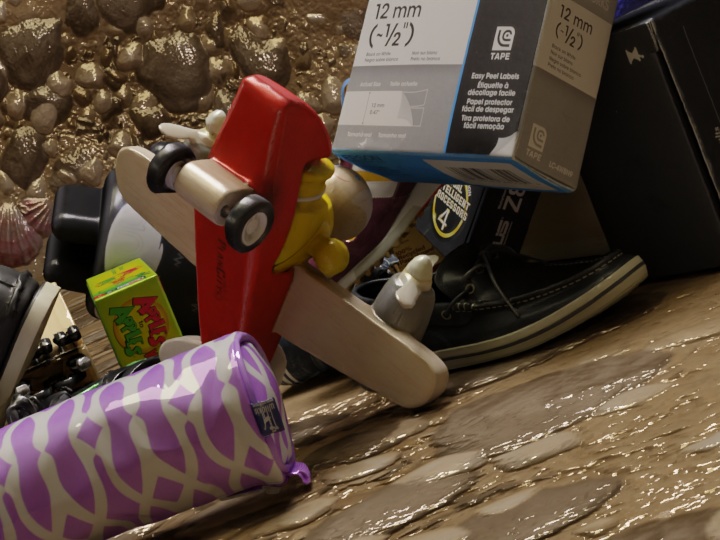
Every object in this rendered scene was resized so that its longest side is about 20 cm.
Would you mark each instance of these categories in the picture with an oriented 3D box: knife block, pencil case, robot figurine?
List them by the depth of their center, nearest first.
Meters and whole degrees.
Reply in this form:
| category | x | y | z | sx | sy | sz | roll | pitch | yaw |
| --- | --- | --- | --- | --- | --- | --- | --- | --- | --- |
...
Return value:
| category | x | y | z | sx | sy | sz | roll | pitch | yaw |
| --- | --- | --- | --- | --- | --- | --- | --- | --- | --- |
| pencil case | -0.125 | 0.101 | 0.960 | 0.198 | 0.086 | 0.084 | -21 | 11 | 9 |
| knife block | -0.208 | 0.107 | 1.345 | 0.063 | 0.176 | 0.201 | -22 | -38 | -11 |
| robot figurine | -0.151 | -0.014 | 1.513 | 0.198 | 0.126 | 0.150 | 9 | -25 | -10 |

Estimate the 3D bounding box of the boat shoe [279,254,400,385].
| category | x | y | z | sx | sy | sz | roll | pitch | yaw |
| --- | --- | --- | --- | --- | --- | --- | --- | --- | --- |
| boat shoe | 0.000 | 0.000 | 1.276 | 0.090 | 0.071 | 0.201 | -12 | 35 | 27 |

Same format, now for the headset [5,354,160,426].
| category | x | y | z | sx | sy | sz | roll | pitch | yaw |
| --- | --- | --- | --- | --- | --- | --- | --- | --- | --- |
| headset | -0.163 | 0.086 | 1.150 | 0.122 | 0.095 | 0.200 | -21 | 13 | 15 |

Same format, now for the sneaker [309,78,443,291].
| category | x | y | z | sx | sy | sz | roll | pitch | yaw |
| --- | --- | --- | --- | --- | --- | --- | --- | --- | --- |
| sneaker | 0.007 | -0.068 | 1.170 | 0.200 | 0.090 | 0.075 | -49 | 5 | -2 |

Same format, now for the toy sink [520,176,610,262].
| category | x | y | z | sx | sy | sz | roll | pitch | yaw |
| --- | --- | --- | --- | --- | --- | --- | --- | --- | --- |
| toy sink | 0.160 | -0.083 | 1.329 | 0.129 | 0.113 | 0.200 | -25 | 7 | -23 |

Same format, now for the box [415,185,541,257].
| category | x | y | z | sx | sy | sz | roll | pitch | yaw |
| --- | --- | --- | --- | --- | --- | --- | --- | --- | --- |
| box | 0.069 | -0.108 | 1.286 | 0.049 | 0.163 | 0.200 | 12 | 20 | -28 |

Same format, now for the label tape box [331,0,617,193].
| category | x | y | z | sx | sy | sz | roll | pitch | yaw |
| --- | --- | --- | --- | --- | --- | --- | --- | --- | --- |
| label tape box | 0.072 | -0.151 | 1.068 | 0.142 | 0.202 | 0.066 | 6 | -9 | 46 |

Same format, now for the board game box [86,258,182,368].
| category | x | y | z | sx | sy | sz | roll | pitch | yaw |
| --- | --- | --- | --- | --- | --- | --- | --- | --- | --- |
| board game box | -0.154 | 0.051 | 1.351 | 0.047 | 0.103 | 0.200 | -23 | 7 | -8 |

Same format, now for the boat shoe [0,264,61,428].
| category | x | y | z | sx | sy | sz | roll | pitch | yaw |
| --- | --- | --- | --- | --- | --- | --- | --- | --- | --- |
| boat shoe | -0.242 | 0.084 | 1.134 | 0.074 | 0.063 | 0.203 | -79 | 12 | -66 |

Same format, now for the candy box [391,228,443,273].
| category | x | y | z | sx | sy | sz | roll | pitch | yaw |
| --- | --- | --- | --- | --- | --- | --- | --- | --- | --- |
| candy box | 0.010 | -0.007 | 1.459 | 0.114 | 0.056 | 0.200 | -23 | 7 | 2 |

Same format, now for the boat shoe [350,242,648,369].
| category | x | y | z | sx | sy | sz | roll | pitch | yaw |
| --- | --- | --- | --- | --- | --- | --- | --- | --- | --- |
| boat shoe | 0.072 | 0.015 | 1.085 | 0.199 | 0.063 | 0.074 | -15 | 8 | 38 |

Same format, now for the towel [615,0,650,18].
| category | x | y | z | sx | sy | sz | roll | pitch | yaw |
| --- | --- | --- | --- | --- | --- | --- | --- | --- | --- |
| towel | 0.189 | -0.150 | 1.452 | 0.200 | 0.050 | 0.147 | -49 | -35 | 8 |

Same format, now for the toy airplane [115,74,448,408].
| category | x | y | z | sx | sy | sz | roll | pitch | yaw |
| --- | --- | --- | --- | --- | --- | --- | --- | --- | --- |
| toy airplane | -0.046 | -0.005 | 1.071 | 0.141 | 0.201 | 0.198 | -34 | 8 | -35 |

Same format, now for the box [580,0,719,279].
| category | x | y | z | sx | sy | sz | roll | pitch | yaw |
| --- | --- | --- | --- | --- | --- | --- | --- | --- | --- |
| box | 0.225 | -0.102 | 1.120 | 0.199 | 0.149 | 0.104 | -26 | 8 | -34 |
